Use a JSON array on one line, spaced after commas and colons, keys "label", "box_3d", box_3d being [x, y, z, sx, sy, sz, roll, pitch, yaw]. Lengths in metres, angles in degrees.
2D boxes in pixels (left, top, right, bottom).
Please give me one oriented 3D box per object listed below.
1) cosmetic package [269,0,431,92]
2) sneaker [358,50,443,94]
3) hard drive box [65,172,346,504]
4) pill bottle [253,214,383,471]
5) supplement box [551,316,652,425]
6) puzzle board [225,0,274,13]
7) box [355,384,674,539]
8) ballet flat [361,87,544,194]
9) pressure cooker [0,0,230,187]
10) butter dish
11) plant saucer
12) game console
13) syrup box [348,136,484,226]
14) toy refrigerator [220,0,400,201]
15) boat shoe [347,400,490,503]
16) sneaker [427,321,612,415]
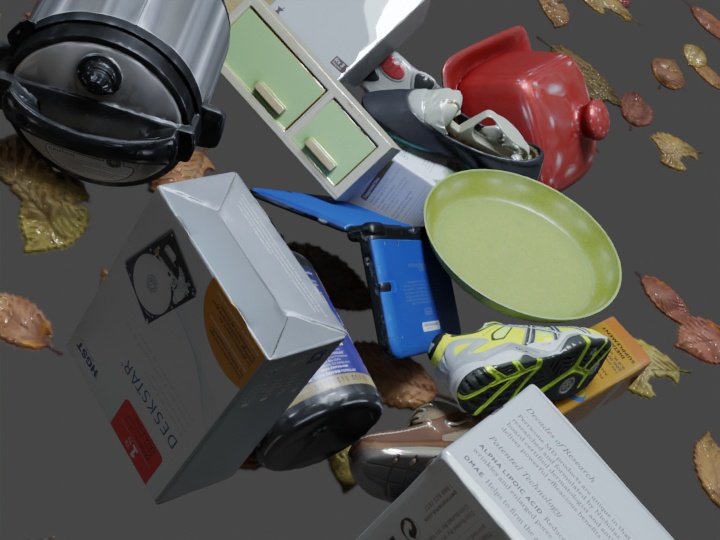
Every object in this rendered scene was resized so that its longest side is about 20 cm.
[{"label": "cosmetic package", "box_3d": [-0.031, -0.249, 1.300, 0.113, 0.081, 0.200, 42, 77, 5]}, {"label": "sneaker", "box_3d": [0.042, -0.204, 1.392, 0.200, 0.081, 0.083, 51, 10, 0]}, {"label": "hard drive box", "box_3d": [-0.121, 0.052, 0.929, 0.077, 0.200, 0.156, -15, 62, -43]}, {"label": "pill bottle", "box_3d": [-0.071, 0.054, 1.033, 0.112, 0.112, 0.200, -5, 57, -40]}, {"label": "supplement box", "box_3d": [0.197, 0.112, 1.215, 0.200, 0.069, 0.067, -22, 65, -43]}, {"label": "puzzle board", "box_3d": [-0.127, -0.337, 1.436, 0.151, 0.017, 0.200, -12, 60, -41]}, {"label": "box", "box_3d": [0.109, 0.232, 0.931, 0.200, 0.199, 0.131, 49, 40, 13]}, {"label": "ballet flat", "box_3d": [0.099, -0.143, 1.256, 0.200, 0.073, 0.073, 27, 41, -13]}, {"label": "pressure cooker", "box_3d": [-0.215, -0.173, 1.084, 0.179, 0.176, 0.200, 55, 31, -36]}, {"label": "butter dish", "box_3d": [0.198, -0.158, 1.357, 0.200, 0.148, 0.200, -33, 116, -50]}, {"label": "plant saucer", "box_3d": [0.149, -0.019, 1.186, 0.200, 0.031, 0.200, 13, 43, -12]}, {"label": "game console", "box_3d": [0.000, 0.000, 1.156, 0.200, 0.118, 0.171, -2, 81, -68]}, {"label": "syrup box", "box_3d": [0.096, -0.060, 1.288, 0.200, 0.081, 0.079, 33, 37, -4]}, {"label": "toy refrigerator", "box_3d": [-0.058, -0.165, 1.198, 0.200, 0.076, 0.070, 49, 9, 4]}, {"label": "boat shoe", "box_3d": [0.064, 0.153, 1.078, 0.200, 0.076, 0.072, 10, 43, -42]}, {"label": "sneaker", "box_3d": [0.147, 0.072, 1.116, 0.200, 0.075, 0.076, -1, 36, -42]}]
